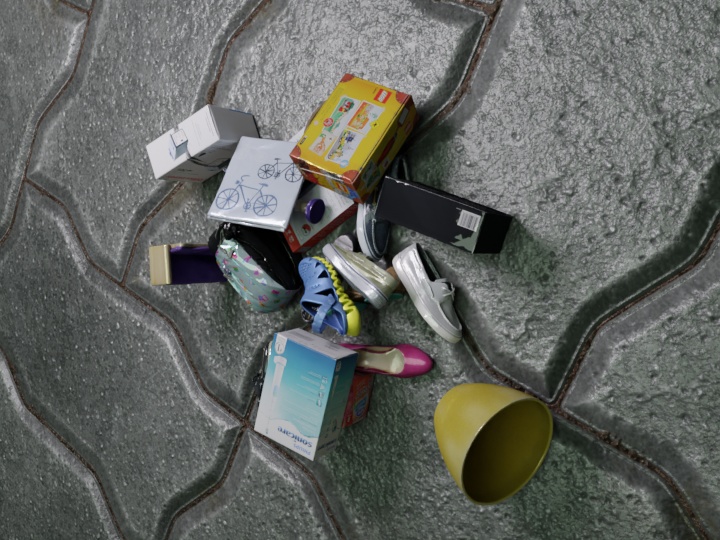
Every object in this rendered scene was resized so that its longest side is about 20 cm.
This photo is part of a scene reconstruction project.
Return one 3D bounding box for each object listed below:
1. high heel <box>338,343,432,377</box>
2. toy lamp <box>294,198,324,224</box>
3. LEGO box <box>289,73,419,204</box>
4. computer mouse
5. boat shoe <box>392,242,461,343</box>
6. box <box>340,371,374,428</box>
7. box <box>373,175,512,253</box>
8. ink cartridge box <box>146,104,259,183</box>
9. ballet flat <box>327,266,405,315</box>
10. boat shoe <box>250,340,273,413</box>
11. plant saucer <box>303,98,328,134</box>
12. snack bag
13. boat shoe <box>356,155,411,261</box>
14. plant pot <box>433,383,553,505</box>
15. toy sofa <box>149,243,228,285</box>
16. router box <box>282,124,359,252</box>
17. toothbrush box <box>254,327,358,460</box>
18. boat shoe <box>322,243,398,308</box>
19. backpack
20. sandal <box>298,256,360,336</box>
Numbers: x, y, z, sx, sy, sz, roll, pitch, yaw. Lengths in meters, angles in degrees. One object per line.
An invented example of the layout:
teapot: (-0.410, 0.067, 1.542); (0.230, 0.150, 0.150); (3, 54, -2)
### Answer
high heel: (0.034, 0.170, 1.315); (0.199, 0.096, 0.068); (11, 97, 30)
toy lamp: (-0.167, -0.144, 1.392); (0.199, 0.058, 0.059); (22, 102, 29)
LEGO box: (-0.010, -0.243, 1.256); (0.148, 0.077, 0.201); (27, 76, 27)
computer mouse: (-0.062, 0.017, 1.390); (0.058, 0.034, 0.201); (32, 96, 23)
boat shoe: (0.137, 0.038, 1.273); (0.068, 0.072, 0.201); (-42, 62, 25)
box: (-0.084, 0.230, 1.388); (0.199, 0.094, 0.103); (16, 100, 29)
box: (0.147, -0.097, 1.215); (0.199, 0.141, 0.079); (24, 106, 28)
ink cartridge box: (-0.339, -0.270, 1.496); (0.199, 0.146, 0.086); (-25, 81, 29)
ballet flat: (0.002, 0.038, 1.348); (0.199, 0.068, 0.073); (-22, 65, 39)
boat shoe: (-0.202, 0.249, 1.472); (0.066, 0.074, 0.201); (-1, 100, 19)
plant saucer: (-0.014, -0.263, 1.327); (0.198, 0.029, 0.202); (-7, 64, 14)
snack bag: (-0.196, -0.179, 1.375); (0.187, 0.021, 0.201); (9, 69, 23)
boat shoe: (0.047, -0.119, 1.311); (0.090, 0.071, 0.202); (-3, 88, 37)
plant pot: (0.208, 0.274, 1.180); (0.142, 0.199, 0.201); (35, 110, 52)
toy sofa: (-0.345, -0.013, 1.476); (0.097, 0.199, 0.084); (-3, 89, 36)
router box: (-0.109, -0.169, 1.418); (0.179, 0.049, 0.201); (-37, 73, 26)
toothbrush box: (-0.103, 0.229, 1.294); (0.146, 0.085, 0.202); (18, 101, 28)
boat shoe: (0.000, 0.000, 1.296); (0.062, 0.072, 0.200); (-42, 48, -6)
backpack: (-0.208, -0.014, 1.433); (0.200, 0.167, 0.127); (49, 123, 6)
sandal: (-0.076, 0.049, 1.301); (0.200, 0.086, 0.080); (54, 147, 40)
